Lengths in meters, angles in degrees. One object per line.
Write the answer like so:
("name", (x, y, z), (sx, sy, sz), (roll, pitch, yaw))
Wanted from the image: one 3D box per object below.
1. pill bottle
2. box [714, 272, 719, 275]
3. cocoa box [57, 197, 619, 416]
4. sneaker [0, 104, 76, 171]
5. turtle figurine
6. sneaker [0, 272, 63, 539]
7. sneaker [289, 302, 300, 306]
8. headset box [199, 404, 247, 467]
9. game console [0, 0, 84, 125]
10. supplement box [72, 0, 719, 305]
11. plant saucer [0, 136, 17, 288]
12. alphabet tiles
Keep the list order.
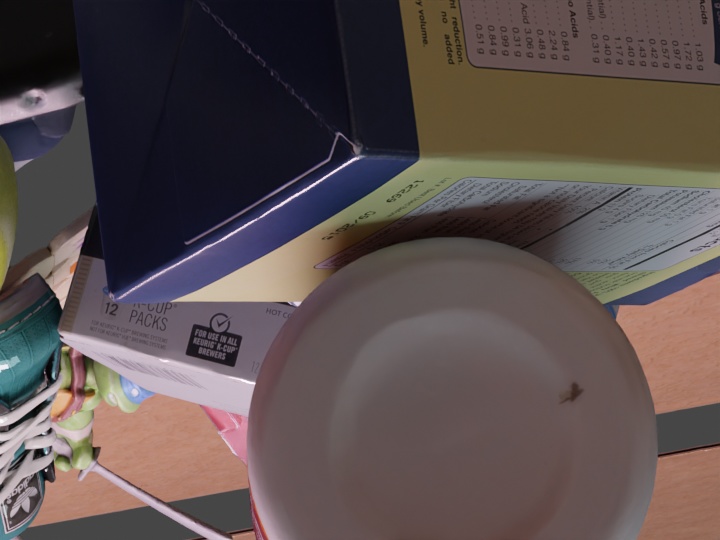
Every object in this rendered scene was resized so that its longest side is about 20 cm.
("pill bottle", (0.022, 0.062, 0.828), (0.109, 0.110, 0.200), (-9, 170, -4))
("box", (0.205, -0.073, 1.229), (0.199, 0.101, 0.075), (-19, 163, 30))
("cocoa box", (0.000, 0.000, 1.175), (0.199, 0.132, 0.133), (14, 171, 16))
("sneaker", (-0.190, -0.025, 1.094), (0.070, 0.083, 0.199), (22, -150, 38))
("turtle figurine", (-0.190, 0.098, 1.460), (0.193, 0.144, 0.201), (3, 127, 21))
("sneaker", (-0.156, 0.068, 1.211), (0.071, 0.080, 0.200), (-36, 174, -31))
("sneaker", (-0.037, -0.076, 0.959), (0.070, 0.201, 0.073), (9, -152, 27))
("headset box", (-0.003, 0.025, 1.351), (0.199, 0.075, 0.149), (-20, 117, 32))
("game console", (-0.157, -0.069, 0.995), (0.199, 0.177, 0.117), (-14, 136, 13))
("supplement box", (0.032, -0.102, 0.821), (0.199, 0.201, 0.134), (2, 164, -34))
("plant saucer", (-0.199, 0.026, 1.033), (0.200, 0.031, 0.200), (-36, 161, -14))
("alphabet tiles", (-0.159, 0.016, 1.292), (0.200, 0.015, 0.196), (-38, 176, -11))
